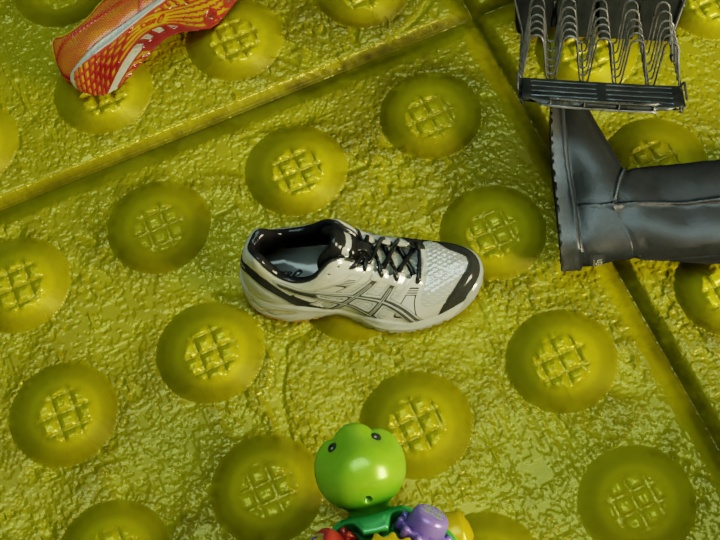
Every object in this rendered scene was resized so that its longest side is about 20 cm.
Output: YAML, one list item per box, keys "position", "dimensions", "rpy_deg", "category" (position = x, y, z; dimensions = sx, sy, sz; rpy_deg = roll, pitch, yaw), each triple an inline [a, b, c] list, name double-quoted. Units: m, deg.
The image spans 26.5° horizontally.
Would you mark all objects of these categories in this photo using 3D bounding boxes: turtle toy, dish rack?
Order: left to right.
- position: [0.015, 0.210, 1.106]
  dimensions: [0.145, 0.101, 0.201]
  rpy_deg: [-14, 63, -2]
  category: "turtle toy"
- position: [0.199, -0.187, 1.274]
  dimensions: [0.152, 0.055, 0.200]
  rpy_deg: [3, 30, 6]
  category: "dish rack"

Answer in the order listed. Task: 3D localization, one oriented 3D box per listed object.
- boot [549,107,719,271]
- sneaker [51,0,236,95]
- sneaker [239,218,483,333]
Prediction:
- position: [0.257, -0.081, 1.253]
  dimensions: [0.198, 0.066, 0.166]
  rpy_deg: [-5, 70, 6]
  category: "boot"
- position: [-0.190, -0.238, 1.373]
  dimensions: [0.199, 0.073, 0.077]
  rpy_deg: [-33, 55, -15]
  category: "sneaker"
- position: [0.000, 0.000, 1.224]
  dimensions: [0.198, 0.088, 0.076]
  rpy_deg: [-3, 61, 2]
  category: "sneaker"
